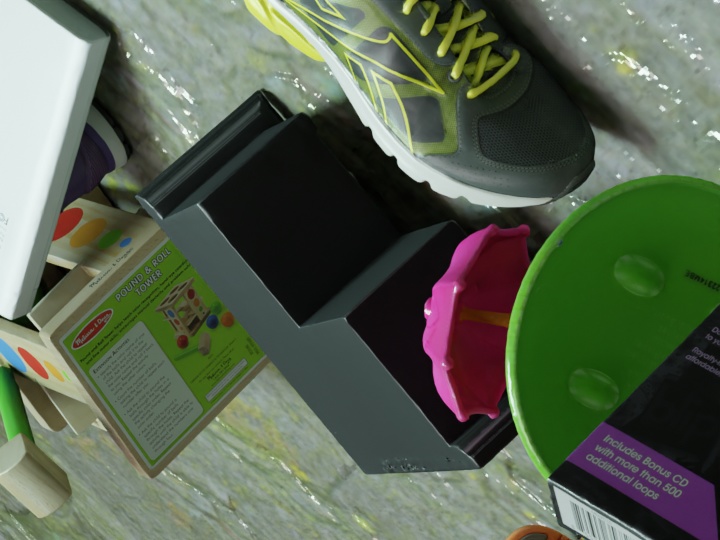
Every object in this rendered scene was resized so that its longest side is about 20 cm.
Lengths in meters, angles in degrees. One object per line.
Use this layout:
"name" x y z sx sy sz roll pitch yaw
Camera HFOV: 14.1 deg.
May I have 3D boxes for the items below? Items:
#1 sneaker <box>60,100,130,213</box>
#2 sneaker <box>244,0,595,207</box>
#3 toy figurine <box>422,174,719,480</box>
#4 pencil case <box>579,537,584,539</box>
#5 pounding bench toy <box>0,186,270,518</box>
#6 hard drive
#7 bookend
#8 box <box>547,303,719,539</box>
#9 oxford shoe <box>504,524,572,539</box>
"sneaker" -0.240 -0.089 1.824 0.200 0.088 0.076 25 152 44
"sneaker" 0.023 -0.106 1.283 0.200 0.075 0.085 38 152 9
"toy figurine" 0.113 0.036 1.314 0.199 0.151 0.184 23 175 -25
"pencil case" 0.144 0.173 1.584 0.087 0.078 0.200 43 160 11
"pounding bench toy" -0.185 0.055 1.835 0.156 0.200 0.124 16 146 53
"hard drive" -0.225 -0.087 1.734 0.132 0.026 0.201 36 125 24
"bookend" 0.000 0.000 1.478 0.200 0.092 0.199 50 165 -6
"box" 0.187 0.052 1.076 0.143 0.200 0.036 30 152 36
"oxford shoe" 0.134 0.226 1.726 0.200 0.071 0.073 54 164 -23
